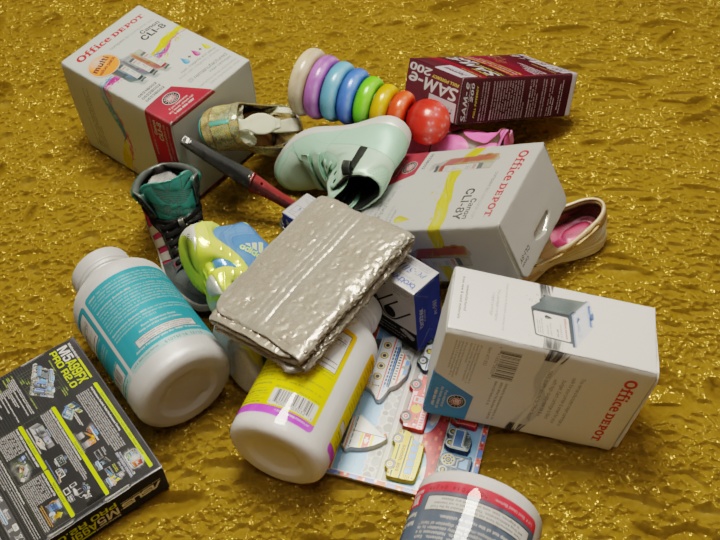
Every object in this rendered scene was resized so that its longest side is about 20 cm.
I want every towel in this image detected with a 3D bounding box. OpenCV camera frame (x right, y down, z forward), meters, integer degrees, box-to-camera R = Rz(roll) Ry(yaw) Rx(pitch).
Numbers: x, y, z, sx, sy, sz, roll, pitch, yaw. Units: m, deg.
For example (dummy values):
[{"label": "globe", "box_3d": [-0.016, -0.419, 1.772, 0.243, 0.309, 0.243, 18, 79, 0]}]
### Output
[{"label": "towel", "box_3d": [-0.048, 0.010, 0.959, 0.132, 0.035, 0.200, 25, 59, 31]}]

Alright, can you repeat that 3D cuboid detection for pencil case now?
[{"label": "pencil case", "box_3d": [0.090, -0.163, 1.191, 0.199, 0.091, 0.094, 19, 60, 19]}]

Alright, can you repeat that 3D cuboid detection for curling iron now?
[{"label": "curling iron", "box_3d": [-0.127, -0.099, 1.121, 0.200, 0.026, 0.050, 38, 36, -11]}]

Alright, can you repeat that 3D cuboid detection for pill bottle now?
[{"label": "pill bottle", "box_3d": [-0.232, 0.062, 1.003, 0.110, 0.111, 0.200, -30, 56, -21]}, {"label": "pill bottle", "box_3d": [-0.046, 0.108, 0.964, 0.104, 0.105, 0.200, 17, 53, 15]}, {"label": "pill bottle", "box_3d": [0.075, 0.286, 0.804, 0.119, 0.120, 0.201, 15, 52, 14]}]

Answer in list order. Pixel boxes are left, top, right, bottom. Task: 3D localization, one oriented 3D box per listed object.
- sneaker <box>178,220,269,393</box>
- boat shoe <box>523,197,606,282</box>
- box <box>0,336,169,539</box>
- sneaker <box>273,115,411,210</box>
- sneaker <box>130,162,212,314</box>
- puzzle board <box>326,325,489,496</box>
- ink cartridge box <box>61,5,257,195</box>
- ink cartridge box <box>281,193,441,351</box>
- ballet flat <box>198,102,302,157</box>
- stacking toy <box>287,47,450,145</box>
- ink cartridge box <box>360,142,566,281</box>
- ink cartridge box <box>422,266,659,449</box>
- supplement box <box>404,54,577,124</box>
[{"label": "sneaker", "box_3d": [-0.117, 0.030, 1.028, 0.105, 0.076, 0.201, -19, 81, -32]}, {"label": "boat shoe", "box_3d": [0.200, -0.034, 1.093, 0.199, 0.069, 0.074, -25, 54, -17]}, {"label": "box", "box_3d": [-0.312, 0.182, 0.951, 0.160, 0.044, 0.200, -31, 57, -22]}, {"label": "sneaker", "box_3d": [-0.042, -0.113, 1.117, 0.200, 0.074, 0.119, -13, 38, 37]}, {"label": "sneaker", "box_3d": [-0.207, -0.054, 1.090, 0.083, 0.121, 0.200, -23, 54, -16]}, {"label": "puzzle board", "box_3d": [0.062, 0.141, 0.989, 0.150, 0.017, 0.201, 12, 52, 11]}, {"label": "ink cartridge box", "box_3d": [-0.251, -0.214, 1.207, 0.199, 0.145, 0.145, 29, 59, 24]}, {"label": "ink cartridge box", "box_3d": [0.000, 0.000, 1.046, 0.200, 0.094, 0.044, 32, 58, 32]}, {"label": "ballet flat", "box_3d": [-0.115, -0.178, 1.170, 0.071, 0.071, 0.200, 32, 22, 25]}, {"label": "stacking toy", "box_3d": [0.016, -0.203, 1.142, 0.199, 0.086, 0.086, 20, 54, 15]}, {"label": "ink cartridge box", "box_3d": [0.110, -0.065, 1.062, 0.199, 0.084, 0.145, 0, 43, 38]}, {"label": "ink cartridge box", "box_3d": [0.172, 0.090, 0.928, 0.199, 0.147, 0.086, 11, 50, 1]}, {"label": "supplement box", "box_3d": [0.167, -0.234, 1.205, 0.199, 0.061, 0.109, -11, 30, -34]}]
